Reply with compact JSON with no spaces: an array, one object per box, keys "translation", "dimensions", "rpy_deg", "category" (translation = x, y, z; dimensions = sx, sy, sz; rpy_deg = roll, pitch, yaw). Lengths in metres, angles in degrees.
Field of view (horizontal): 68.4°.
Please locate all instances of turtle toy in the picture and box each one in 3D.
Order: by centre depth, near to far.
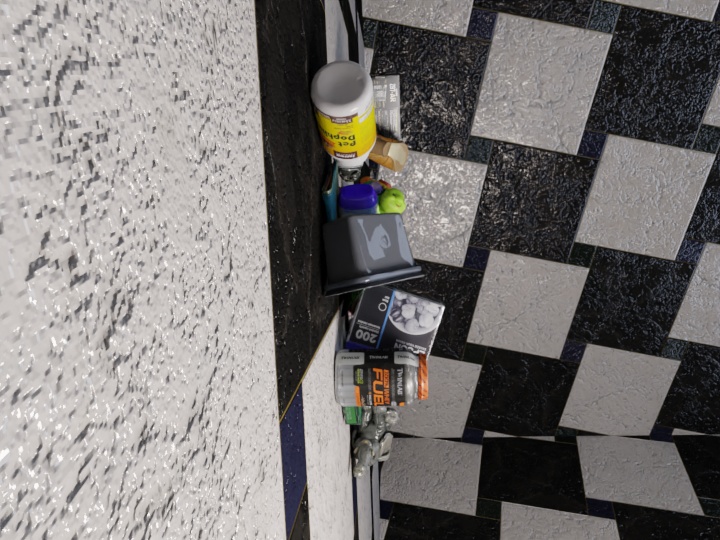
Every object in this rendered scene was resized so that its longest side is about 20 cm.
[{"translation":[0.052,-0.183,1.400],"dimensions":[0.102,0.144,0.200],"rpy_deg":[-59,-149,9],"category":"turtle toy"}]

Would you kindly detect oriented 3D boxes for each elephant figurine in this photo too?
[{"translation":[0.023,0.473,1.462],"dimensions":[0.141,0.154,0.203],"rpy_deg":[-18,-126,49],"category":"elephant figurine"}]

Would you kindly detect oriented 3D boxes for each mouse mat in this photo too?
[{"translation":[0.000,0.000,1.297],"dimensions":[0.162,0.007,0.202],"rpy_deg":[-55,-162,39],"category":"mouse mat"}]

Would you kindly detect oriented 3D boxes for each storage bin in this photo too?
[{"translation":[0.010,-0.034,1.023],"dimensions":[0.198,0.144,0.137],"rpy_deg":[-8,86,-47],"category":"storage bin"}]

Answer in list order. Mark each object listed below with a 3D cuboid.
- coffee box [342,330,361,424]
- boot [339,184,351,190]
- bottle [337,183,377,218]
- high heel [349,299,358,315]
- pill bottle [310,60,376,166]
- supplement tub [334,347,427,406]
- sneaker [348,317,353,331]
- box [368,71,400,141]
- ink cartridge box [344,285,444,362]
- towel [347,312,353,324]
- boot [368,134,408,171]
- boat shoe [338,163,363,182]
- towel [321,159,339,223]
[{"translation":[-0.019,0.263,1.316],"dimensions":[0.202,0.043,0.124],"rpy_deg":[-87,174,-49],"category":"coffee box"},{"translation":[-0.020,-0.140,1.277],"dimensions":[0.204,0.072,0.156],"rpy_deg":[-107,-178,-60],"category":"boot"},{"translation":[-0.004,-0.086,1.143],"dimensions":[0.066,0.082,0.202],"rpy_deg":[-99,-175,-49],"category":"bottle"},{"translation":[0.013,0.017,1.369],"dimensions":[0.202,0.067,0.096],"rpy_deg":[-61,-164,5],"category":"high heel"},{"translation":[-0.026,-0.277,0.976],"dimensions":[0.200,0.107,0.111],"rpy_deg":[77,12,-70],"category":"pill bottle"},{"translation":[0.046,0.232,1.156],"dimensions":[0.123,0.196,0.125],"rpy_deg":[-2,90,-86],"category":"supplement tub"},{"translation":[0.008,0.206,1.464],"dimensions":[0.078,0.080,0.202],"rpy_deg":[-88,175,-48],"category":"sneaker"},{"translation":[0.022,-0.398,1.367],"dimensions":[0.044,0.157,0.203],"rpy_deg":[-101,-174,-59],"category":"box"},{"translation":[0.074,0.146,1.240],"dimensions":[0.043,0.195,0.203],"rpy_deg":[-101,-152,-84],"category":"ink cartridge box"},{"translation":[-0.020,0.053,1.512],"dimensions":[0.147,0.029,0.203],"rpy_deg":[-85,172,-66],"category":"towel"},{"translation":[0.031,-0.314,1.337],"dimensions":[0.201,0.142,0.072],"rpy_deg":[3,111,-67],"category":"boot"},{"translation":[-0.025,-0.248,1.311],"dimensions":[0.200,0.067,0.058],"rpy_deg":[-82,170,-80],"category":"boat shoe"},{"translation":[-0.057,-0.106,1.101],"dimensions":[0.148,0.021,0.203],"rpy_deg":[-85,174,-55],"category":"towel"}]
